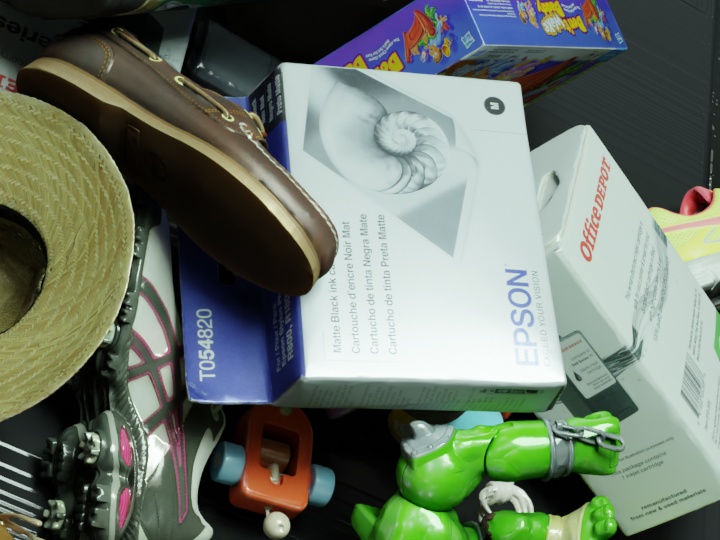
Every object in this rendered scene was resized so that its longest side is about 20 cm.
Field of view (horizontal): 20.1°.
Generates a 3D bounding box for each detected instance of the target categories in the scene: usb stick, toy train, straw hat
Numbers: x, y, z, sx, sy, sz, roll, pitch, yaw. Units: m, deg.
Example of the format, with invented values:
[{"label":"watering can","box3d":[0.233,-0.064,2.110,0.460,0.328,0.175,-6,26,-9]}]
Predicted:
[{"label":"usb stick","box3d":[-0.028,-0.095,1.291,0.199,0.033,0.056,29,42,-20]},{"label":"toy train","box3d":[0.001,0.100,1.175,0.198,0.056,0.152,13,58,-25]},{"label":"straw hat","box3d":[-0.206,0.008,1.067,0.199,0.085,0.203,-3,66,7]}]

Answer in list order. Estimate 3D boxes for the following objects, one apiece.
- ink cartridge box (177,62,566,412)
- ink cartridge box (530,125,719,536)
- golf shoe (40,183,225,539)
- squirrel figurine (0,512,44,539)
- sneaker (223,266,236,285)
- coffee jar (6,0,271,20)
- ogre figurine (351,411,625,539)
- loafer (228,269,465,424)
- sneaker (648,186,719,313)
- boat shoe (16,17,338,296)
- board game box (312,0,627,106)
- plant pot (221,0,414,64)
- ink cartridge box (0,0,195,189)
[{"label":"ink cartridge box","box3d":[0.001,-0.020,1.095,0.198,0.041,0.201,1,59,-13]},{"label":"ink cartridge box","box3d":[0.149,0.035,1.234,0.201,0.083,0.147,53,29,-20]},{"label":"golf shoe","box3d":[-0.118,0.056,1.094,0.088,0.077,0.202,12,77,-36]},{"label":"squirrel figurine","box3d":[-0.193,0.190,0.928,0.199,0.142,0.187,-23,68,-44]},{"label":"sneaker","box3d":[0.001,0.001,1.238,0.198,0.071,0.084,10,68,-26]},{"label":"coffee jar","box3d":[-0.104,-0.184,1.102,0.199,0.104,0.086,-16,105,-51]},{"label":"ogre figurine","box3d":[0.056,0.162,1.091,0.119,0.201,0.098,16,31,-16]},{"label":"loafer","box3d":[0.000,0.000,1.148,0.199,0.071,0.073,38,51,-7]},{"label":"sneaker","box3d":[0.268,-0.025,1.422,0.199,0.078,0.091,-9,58,-40]},{"label":"boat shoe","box3d":[-0.085,-0.067,1.057,0.199,0.071,0.070,38,52,14]},{"label":"board game box","box3d":[0.062,-0.127,1.254,0.199,0.134,0.045,-10,74,-58]},{"label":"plant pot","box3d":[-0.006,-0.212,1.297,0.199,0.175,0.202,18,51,-23]},{"label":"ink cartridge box","box3d":[-0.180,-0.131,1.178,0.146,0.083,0.201,24,50,-17]}]
